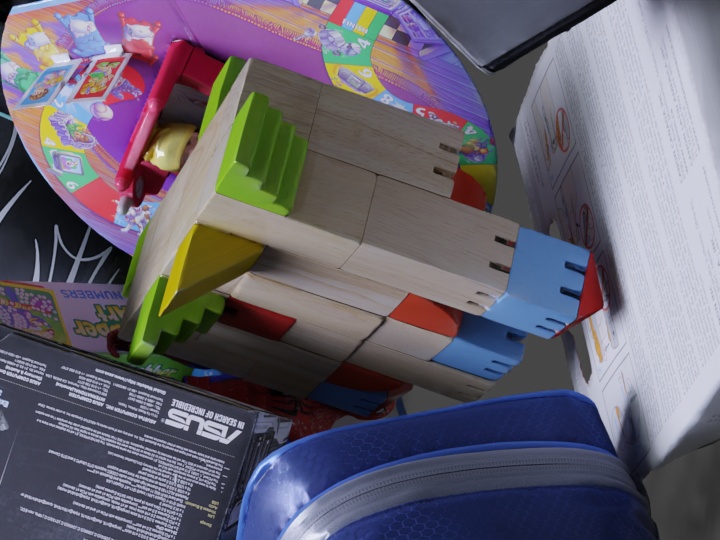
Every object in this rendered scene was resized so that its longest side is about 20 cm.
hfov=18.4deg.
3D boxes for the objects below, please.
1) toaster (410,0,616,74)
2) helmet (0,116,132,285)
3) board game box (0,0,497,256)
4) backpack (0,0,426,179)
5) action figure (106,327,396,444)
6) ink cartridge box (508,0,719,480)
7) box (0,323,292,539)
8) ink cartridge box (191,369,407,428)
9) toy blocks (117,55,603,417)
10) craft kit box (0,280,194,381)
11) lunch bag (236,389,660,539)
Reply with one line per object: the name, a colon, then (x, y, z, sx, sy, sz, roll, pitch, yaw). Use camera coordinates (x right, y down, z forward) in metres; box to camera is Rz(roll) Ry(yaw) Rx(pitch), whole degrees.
toaster: (0.068, -0.180, 0.604, 0.200, 0.119, 0.181, -29, 54, 27)
helmet: (-0.165, 0.010, 1.080, 0.200, 0.199, 0.191, -33, 37, 61)
board game box: (-0.048, -0.039, 0.845, 0.199, 0.158, 0.039, -7, 42, 28)
backpack: (-0.083, -0.128, 0.906, 0.176, 0.199, 0.154, 124, 159, -51)
action figure: (-0.083, 0.057, 0.848, 0.052, 0.199, 0.066, 109, 153, -57)
ink cartridge box: (0.101, -0.022, 0.715, 0.200, 0.050, 0.162, 101, 159, -67)
box: (-0.142, 0.095, 0.774, 0.050, 0.199, 0.158, 32, -105, -77)
ink cartridge box: (-0.041, 0.142, 0.954, 0.200, 0.084, 0.145, 118, 144, -46)
toy blocks: (0.000, 0.000, 0.776, 0.200, 0.136, 0.100, 133, 153, -64)
craft kit box: (-0.144, 0.086, 0.976, 0.198, 0.200, 0.049, -47, 60, 28)
lunch bag: (0.028, 0.140, 0.736, 0.200, 0.135, 0.133, 103, 155, -44)
